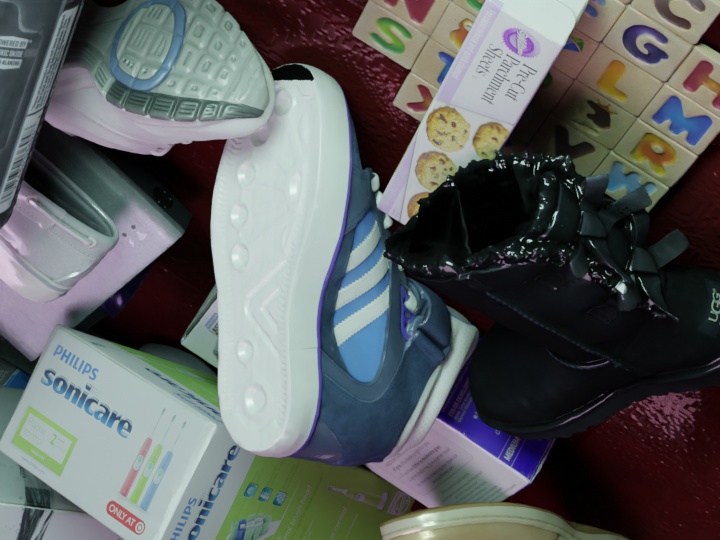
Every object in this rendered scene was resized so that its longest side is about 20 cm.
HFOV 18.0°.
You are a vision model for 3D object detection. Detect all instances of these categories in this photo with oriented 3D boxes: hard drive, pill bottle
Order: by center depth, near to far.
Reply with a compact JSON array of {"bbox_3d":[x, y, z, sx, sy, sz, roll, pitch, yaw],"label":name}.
[{"bbox_3d":[-0.191,-0.121,1.089,0.106,0.106,0.200,27,118,8],"label":"pill bottle"},{"bbox_3d":[-0.212,-0.057,1.279,0.200,0.033,0.139,44,121,-14],"label":"hard drive"}]

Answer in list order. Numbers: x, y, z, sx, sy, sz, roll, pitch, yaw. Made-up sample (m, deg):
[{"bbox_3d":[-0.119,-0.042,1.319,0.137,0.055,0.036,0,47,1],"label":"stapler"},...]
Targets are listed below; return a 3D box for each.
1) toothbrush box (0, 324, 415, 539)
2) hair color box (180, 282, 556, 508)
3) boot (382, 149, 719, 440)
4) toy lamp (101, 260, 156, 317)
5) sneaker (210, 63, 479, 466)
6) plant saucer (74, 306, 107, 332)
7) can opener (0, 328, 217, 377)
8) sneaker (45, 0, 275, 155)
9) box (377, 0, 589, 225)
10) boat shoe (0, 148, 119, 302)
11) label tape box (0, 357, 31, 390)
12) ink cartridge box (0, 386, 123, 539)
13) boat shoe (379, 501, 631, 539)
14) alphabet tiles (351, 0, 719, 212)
[{"bbox_3d":[-0.085,0.115,1.324,0.145,0.086,0.200,28,-178,39],"label":"toothbrush box"},{"bbox_3d":[0.007,0.056,1.278,0.200,0.065,0.109,33,153,-6],"label":"hair color box"},{"bbox_3d":[0.080,0.014,1.087,0.162,0.074,0.198,26,152,-34],"label":"boot"},{"bbox_3d":[-0.213,-0.050,1.337,0.200,0.058,0.058,36,151,-10],"label":"toy lamp"},{"bbox_3d":[0.000,0.000,1.168,0.080,0.201,0.146,5,-179,43],"label":"sneaker"},{"bbox_3d":[-0.254,-0.015,1.431,0.200,0.070,0.019,28,112,9],"label":"plant saucer"},{"bbox_3d":[-0.171,0.054,1.477,0.199,0.053,0.067,25,116,10],"label":"can opener"},{"bbox_3d":[-0.109,-0.096,1.159,0.200,0.075,0.087,17,157,45],"label":"sneaker"},{"bbox_3d":[0.054,-0.076,1.037,0.041,0.039,0.200,30,152,0],"label":"box"},{"bbox_3d":[-0.209,-0.069,1.211,0.068,0.072,0.200,-35,106,17],"label":"boat shoe"},{"bbox_3d":[-0.257,0.108,1.618,0.200,0.066,0.143,2,138,46],"label":"label tape box"},{"bbox_3d":[-0.224,0.143,1.450,0.199,0.147,0.083,9,115,-11],"label":"ink cartridge box"},{"bbox_3d":[0.091,0.177,1.293,0.200,0.069,0.074,16,153,-42],"label":"boat shoe"},{"bbox_3d":[0.083,-0.096,1.024,0.166,0.006,0.200,33,151,0],"label":"alphabet tiles"}]
